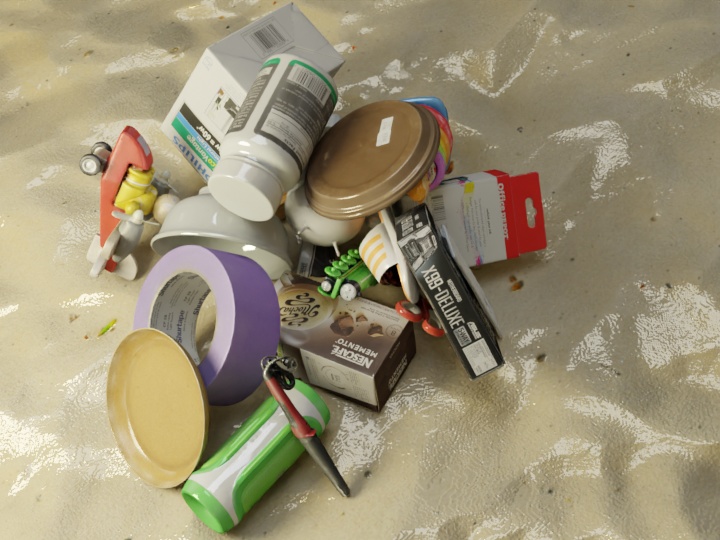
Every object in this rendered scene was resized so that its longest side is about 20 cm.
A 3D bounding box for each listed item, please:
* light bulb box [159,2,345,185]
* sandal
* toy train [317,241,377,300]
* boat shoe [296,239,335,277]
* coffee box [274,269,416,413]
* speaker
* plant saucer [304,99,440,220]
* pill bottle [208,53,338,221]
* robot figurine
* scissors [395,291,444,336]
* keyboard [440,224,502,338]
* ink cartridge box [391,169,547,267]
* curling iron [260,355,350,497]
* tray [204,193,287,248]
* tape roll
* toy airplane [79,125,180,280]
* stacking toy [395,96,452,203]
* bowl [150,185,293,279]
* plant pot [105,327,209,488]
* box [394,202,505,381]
[{"bbox_3d":[-0.159,-0.256,1.799,0.125,0.200,0.198,48,48,3],"label":"light bulb box"},{"bbox_3d":[0.026,-0.036,1.625,0.059,0.079,0.208,-21,57,4],"label":"sandal"},{"bbox_3d":[0.000,0.000,1.657,0.056,0.042,0.200,26,23,10],"label":"toy train"},{"bbox_3d":[-0.045,-0.072,1.771,0.065,0.070,0.201,11,50,-2],"label":"boat shoe"},{"bbox_3d":[-0.038,0.092,1.623,0.198,0.080,0.113,20,53,23],"label":"coffee box"},{"bbox_3d":[-0.128,0.228,1.523,0.088,0.089,0.200,30,61,29],"label":"speaker"},{"bbox_3d":[0.009,-0.149,1.580,0.198,0.030,0.201,-20,42,19],"label":"plant saucer"},{"bbox_3d":[-0.115,-0.172,1.594,0.112,0.113,0.201,15,63,20],"label":"pill bottle"},{"bbox_3d":[-0.043,-0.118,1.696,0.168,0.113,0.202,20,56,-18],"label":"robot figurine"},{"bbox_3d":[0.081,0.040,1.647,0.073,0.014,0.200,26,16,-5],"label":"scissors"},{"bbox_3d":[0.146,0.017,1.582,0.011,0.200,0.057,-28,49,6],"label":"keyboard"},{"bbox_3d":[0.148,-0.069,1.687,0.198,0.118,0.067,-11,13,-11],"label":"ink cartridge box"},{"bbox_3d":[-0.062,0.189,1.498,0.049,0.201,0.025,-33,9,-31],"label":"curling iron"},{"bbox_3d":[-0.181,-0.091,1.824,0.199,0.037,0.099,-31,53,-17],"label":"tray"},{"bbox_3d":[-0.201,0.073,1.590,0.199,0.085,0.202,-10,74,40],"label":"tape roll"},{"bbox_3d":[-0.322,-0.078,1.744,0.139,0.200,0.202,6,67,1],"label":"toy airplane"},{"bbox_3d":[0.073,-0.143,1.614,0.108,0.117,0.201,-6,27,2],"label":"stacking toy"},{"bbox_3d":[-0.181,-0.058,1.678,0.199,0.201,0.091,6,75,13],"label":"bowl"},{"bbox_3d":[-0.252,0.171,1.544,0.027,0.202,0.200,-8,38,-47],"label":"plant pot"},{"bbox_3d":[0.110,0.024,1.546,0.049,0.201,0.158,-28,10,7],"label":"box"}]
